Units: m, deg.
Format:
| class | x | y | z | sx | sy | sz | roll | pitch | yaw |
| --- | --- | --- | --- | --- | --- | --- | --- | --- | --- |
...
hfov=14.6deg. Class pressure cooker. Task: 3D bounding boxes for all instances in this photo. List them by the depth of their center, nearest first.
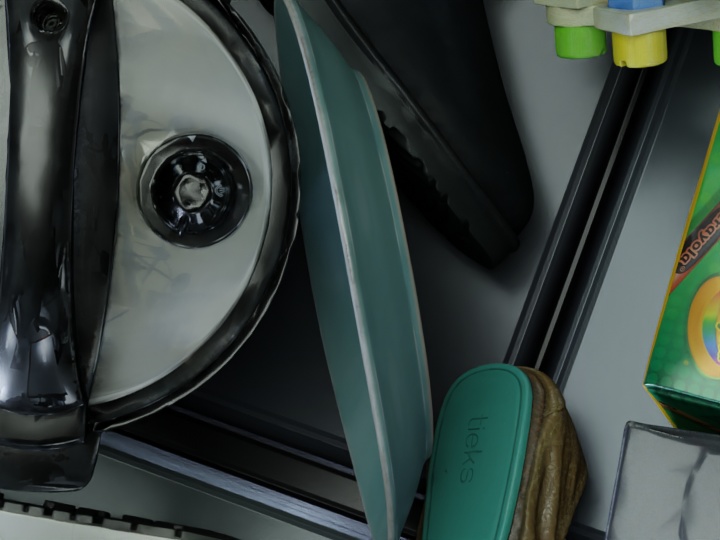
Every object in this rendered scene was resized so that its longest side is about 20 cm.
| class | x | y | z | sx | sy | sz | roll | pitch | yaw |
| --- | --- | --- | --- | --- | --- | --- | --- | --- | --- |
| pressure cooker | -0.106 | -0.034 | 0.972 | 0.179 | 0.200 | 0.176 | -40 | 96 | -1 |

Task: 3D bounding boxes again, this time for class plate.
| class | x | y | z | sx | sy | sz | roll | pitch | yaw |
| --- | --- | --- | --- | --- | --- | --- | --- | --- | --- |
| plate | 0.000 | 0.000 | 0.967 | 0.025 | 0.200 | 0.201 | -11 | 76 | -4 |

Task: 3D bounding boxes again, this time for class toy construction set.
| class | x | y | z | sx | sy | sz | roll | pitch | yaw |
| --- | --- | --- | --- | --- | --- | --- | --- | --- | --- |
| toy construction set | 0.137 | -0.114 | 0.980 | 0.131 | 0.200 | 0.092 | 12 | 98 | 47 |

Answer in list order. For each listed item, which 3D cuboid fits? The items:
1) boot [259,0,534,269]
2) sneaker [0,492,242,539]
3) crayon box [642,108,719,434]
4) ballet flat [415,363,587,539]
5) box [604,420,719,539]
| class | x | y | z | sx | sy | sz | roll | pitch | yaw |
| --- | --- | --- | --- | --- | --- | --- | --- | --- | --- |
| boot | 0.049 | -0.125 | 1.040 | 0.168 | 0.076 | 0.200 | -36 | 85 | -5 |
| sneaker | -0.144 | 0.125 | 1.034 | 0.199 | 0.076 | 0.088 | 9 | 87 | 13 |
| crayon box | 0.146 | 0.005 | 0.931 | 0.058 | 0.200 | 0.119 | 15 | 82 | 15 |
| ballet flat | 0.040 | 0.130 | 0.981 | 0.068 | 0.072 | 0.200 | -6 | 55 | 36 |
| box | 0.135 | 0.127 | 0.908 | 0.106 | 0.200 | 0.123 | 9 | 81 | 13 |
